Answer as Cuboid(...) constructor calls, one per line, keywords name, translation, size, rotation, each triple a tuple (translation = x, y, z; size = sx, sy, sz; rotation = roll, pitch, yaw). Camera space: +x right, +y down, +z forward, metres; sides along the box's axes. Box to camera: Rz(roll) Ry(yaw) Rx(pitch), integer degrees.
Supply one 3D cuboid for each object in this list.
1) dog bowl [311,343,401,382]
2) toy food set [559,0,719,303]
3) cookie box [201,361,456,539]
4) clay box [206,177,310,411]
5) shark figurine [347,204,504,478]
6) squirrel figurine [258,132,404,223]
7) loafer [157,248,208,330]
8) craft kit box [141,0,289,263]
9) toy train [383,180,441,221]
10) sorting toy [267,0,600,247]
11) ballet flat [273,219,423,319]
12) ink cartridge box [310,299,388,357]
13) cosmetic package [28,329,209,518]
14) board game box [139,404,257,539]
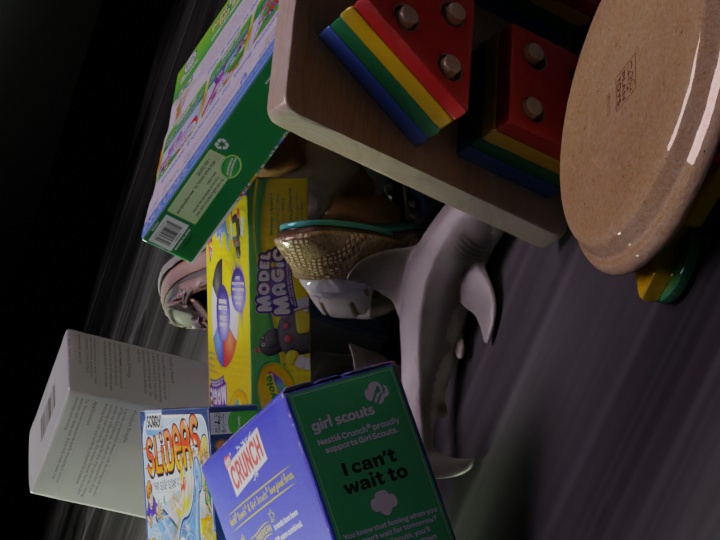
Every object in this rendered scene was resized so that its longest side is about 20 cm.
Cuboid(name="dog bowl", translation=(-0.011, 0.146, 1.545), size=(0.200, 0.059, 0.200), rotation=(-167, 90, -75))
Cuboid(name="toy food set", translation=(0.155, -0.090, 1.177), size=(0.200, 0.049, 0.198), rotation=(-94, 23, -47))
Cuboid(name="cookie box", translation=(-0.006, 0.173, 1.317), size=(0.200, 0.075, 0.171), rotation=(70, 156, 11))
Cuboid(name="clay box", translation=(-0.070, 0.038, 1.569), size=(0.115, 0.048, 0.200), rotation=(179, 91, -72))
Cuboid(name="shark figurine", translation=(0.032, 0.033, 1.443), size=(0.128, 0.089, 0.215), rotation=(172, 113, -75))
Cuboid(name="squirrel figurine", translation=(-0.046, -0.118, 1.723), size=(0.200, 0.141, 0.187), rotation=(-24, 43, 49))
Cuboid(name="loafer", translation=(-0.100, 0.014, 1.712), size=(0.200, 0.072, 0.063), rotation=(142, 131, -57))
Cuboid(name="craft kit box", translation=(-0.071, -0.136, 1.541), size=(0.200, 0.048, 0.198), rotation=(-51, 23, 35))
Cuboid(name="toy train", translation=(0.036, -0.112, 1.529), size=(0.034, 0.046, 0.200), rotation=(-42, -37, -35))
Cuboid(name="sorting toy", translation=(0.055, -0.144, 1.326), size=(0.070, 0.199, 0.200), rotation=(-33, 42, 46))
Cuboid(name="ballet flat", translation=(0.000, 0.000, 1.514), size=(0.200, 0.070, 0.065), rotation=(-1, -89, -67))
Cuboid(name="ink cartridge box", translation=(-0.043, 0.049, 1.726), size=(0.200, 0.068, 0.115), rotation=(-111, 40, -65))
Cuboid(name="cosmetic package", translation=(-0.142, 0.130, 1.759), size=(0.085, 0.200, 0.108), rotation=(-104, 33, -57))
Cuboid(name="board game box", translation=(-0.108, 0.159, 1.568), size=(0.200, 0.034, 0.136), rotation=(166, 102, -71))
